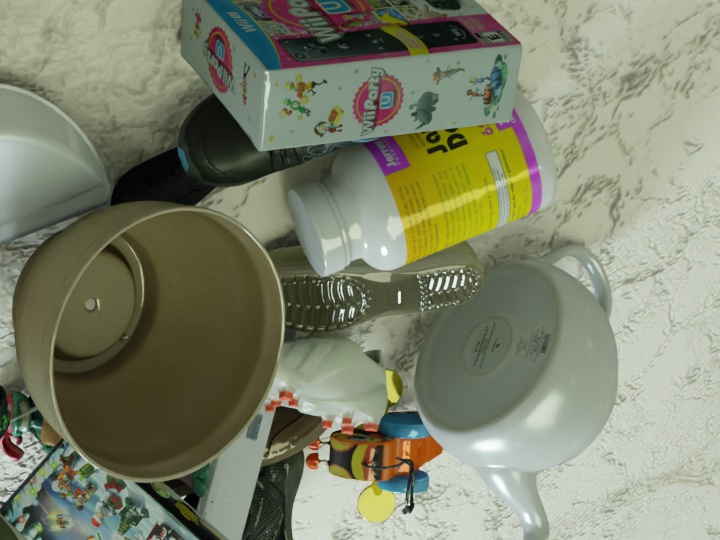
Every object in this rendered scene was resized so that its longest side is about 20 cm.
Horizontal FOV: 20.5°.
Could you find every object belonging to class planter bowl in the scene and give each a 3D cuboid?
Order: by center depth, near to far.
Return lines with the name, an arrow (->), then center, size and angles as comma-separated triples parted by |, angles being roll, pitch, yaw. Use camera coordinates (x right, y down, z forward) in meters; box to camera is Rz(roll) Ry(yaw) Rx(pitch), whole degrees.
planter bowl -> -0.172, 0.038, 1.454 | 0.199, 0.134, 0.202 | -13, 112, -35

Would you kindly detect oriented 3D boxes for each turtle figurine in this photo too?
turtle figurine -> -0.218, 0.125, 1.583 | 0.198, 0.101, 0.151 | 3, 121, -12

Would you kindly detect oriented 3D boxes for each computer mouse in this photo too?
computer mouse -> -0.097, -0.082, 1.507 | 0.199, 0.034, 0.059 | -27, 139, -8

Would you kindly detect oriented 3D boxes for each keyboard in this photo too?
keyboard -> -0.094, 0.127, 1.648 | 0.056, 0.011, 0.202 | 25, 77, -51

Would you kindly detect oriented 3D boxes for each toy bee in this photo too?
toy bee -> 0.010, 0.151, 1.748 | 0.108, 0.132, 0.200 | 6, 168, 10

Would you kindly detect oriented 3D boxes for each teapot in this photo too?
teapot -> 0.154, 0.095, 1.725 | 0.200, 0.198, 0.146 | -45, 127, 14

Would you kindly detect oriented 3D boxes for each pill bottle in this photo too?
pill bottle -> 0.047, -0.065, 1.564 | 0.198, 0.105, 0.105 | -22, 139, -13

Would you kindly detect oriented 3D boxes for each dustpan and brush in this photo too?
dustpan and brush -> -0.268, -0.100, 1.371 | 0.138, 0.058, 0.201 | -20, 146, 1

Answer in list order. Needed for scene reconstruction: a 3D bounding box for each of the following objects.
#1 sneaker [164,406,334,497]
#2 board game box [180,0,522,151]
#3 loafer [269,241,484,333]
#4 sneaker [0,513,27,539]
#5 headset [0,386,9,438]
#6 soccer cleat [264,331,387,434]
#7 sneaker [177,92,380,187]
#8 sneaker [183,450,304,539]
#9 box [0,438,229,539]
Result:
sneaker -> -0.105, 0.125, 1.683 | 0.199, 0.070, 0.076 | -26, 126, -18
board game box -> -0.008, -0.155, 1.398 | 0.198, 0.148, 0.065 | -10, 126, -25
loafer -> 0.000, 0.000, 1.631 | 0.198, 0.069, 0.076 | -3, 136, -9
sneaker -> -0.326, 0.172, 1.486 | 0.067, 0.199, 0.090 | -54, 145, -7
headset -> -0.361, 0.103, 1.467 | 0.198, 0.124, 0.095 | -8, 109, -4
soccer cleat -> -0.049, 0.080, 1.637 | 0.069, 0.078, 0.199 | -9, 159, 37
sneaker -> -0.040, -0.117, 1.460 | 0.199, 0.082, 0.074 | -21, 96, -23
sneaker -> -0.112, 0.235, 1.763 | 0.114, 0.076, 0.201 | -28, 141, -37
box -> -0.184, 0.227, 1.530 | 0.200, 0.040, 0.137 | 41, 106, -5
